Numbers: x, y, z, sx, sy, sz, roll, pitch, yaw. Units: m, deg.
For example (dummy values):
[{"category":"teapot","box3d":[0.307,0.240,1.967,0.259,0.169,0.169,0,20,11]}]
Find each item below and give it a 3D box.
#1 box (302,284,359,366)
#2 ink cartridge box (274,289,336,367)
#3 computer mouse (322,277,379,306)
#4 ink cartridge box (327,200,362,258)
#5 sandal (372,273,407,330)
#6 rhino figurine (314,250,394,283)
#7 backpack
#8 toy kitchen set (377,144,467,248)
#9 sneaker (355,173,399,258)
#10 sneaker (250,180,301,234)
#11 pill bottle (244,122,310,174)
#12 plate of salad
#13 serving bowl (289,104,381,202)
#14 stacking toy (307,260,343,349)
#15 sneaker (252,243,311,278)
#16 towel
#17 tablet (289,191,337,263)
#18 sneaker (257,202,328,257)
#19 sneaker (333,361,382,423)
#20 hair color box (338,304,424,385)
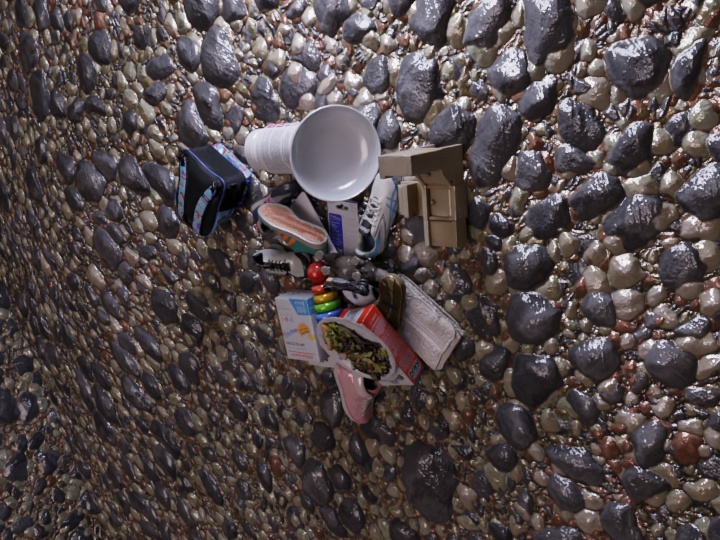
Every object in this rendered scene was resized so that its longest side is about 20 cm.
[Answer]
[{"category":"box","box3d":[-0.051,0.134,1.840,0.159,0.044,0.203,-2,106,42]},{"category":"ink cartridge box","box3d":[-0.128,0.153,1.839,0.114,0.068,0.203,1,109,42]},{"category":"computer mouse","box3d":[-0.004,0.052,1.669,0.108,0.200,0.045,3,81,20]},{"category":"ink cartridge box","box3d":[-0.028,-0.069,1.742,0.094,0.037,0.203,14,119,38]},{"category":"sandal","box3d":[0.069,0.066,1.649,0.080,0.054,0.201,31,145,15]},{"category":"rhino figurine","box3d":[0.000,0.000,1.678,0.197,0.087,0.061,12,88,18]},{"category":"backpack","box3d":[-0.385,-0.198,1.937,0.182,0.134,0.202,39,129,22]},{"category":"toy kitchen set","box3d":[0.096,-0.139,1.501,0.162,0.179,0.203,6,108,41]},{"category":"sneaker","box3d":[0.034,-0.116,1.643,0.071,0.072,0.202,30,124,31]},{"category":"sneaker","box3d":[-0.194,-0.152,1.829,0.199,0.070,0.083,-27,79,52]},{"category":"pill bottle","box3d":[-0.166,-0.278,1.724,0.198,0.113,0.115,5,111,40]},{"category":"plate of salad","box3d":[-0.015,0.179,1.658,0.198,0.048,0.201,22,143,17]},{"category":"serving bowl","box3d":[-0.058,-0.252,1.613,0.066,0.197,0.203,-132,33,-69]},{"category":"stacking toy","box3d":[-0.078,0.076,1.758,0.085,0.085,0.203,-10,97,43]},{"category":"sneaker","box3d":[-0.191,-0.014,1.859,0.199,0.079,0.075,12,116,49]},{"category":"towel","box3d":[0.131,0.118,1.679,0.200,0.034,0.133,42,129,21]},{"category":"tablet","box3d":[-0.117,-0.073,1.808,0.202,0.014,0.130,61,143,12]},{"category":"sneaker","box3d":[-0.159,-0.085,1.764,0.199,0.071,0.080,31,145,22]},{"category":"sneaker","box3d":[0.011,0.300,1.807,0.104,0.075,0.202,10,132,37]},{"category":"hair color box","box3d":[0.041,0.171,1.702,0.110,0.064,0.201,-11,124,49]}]
